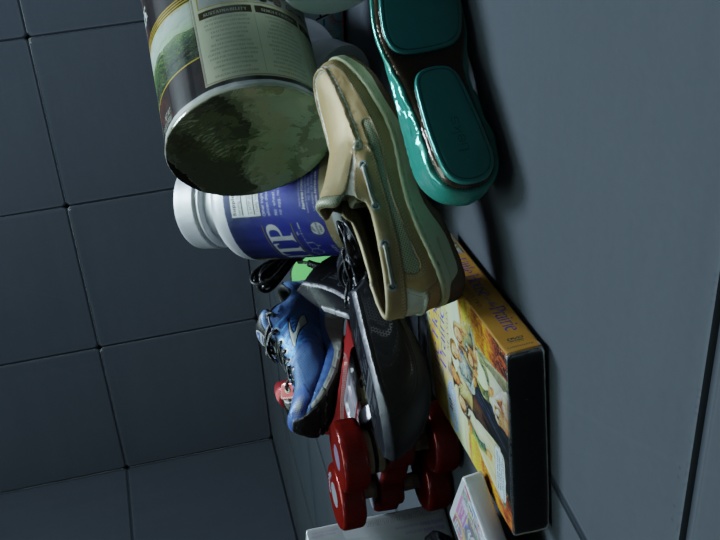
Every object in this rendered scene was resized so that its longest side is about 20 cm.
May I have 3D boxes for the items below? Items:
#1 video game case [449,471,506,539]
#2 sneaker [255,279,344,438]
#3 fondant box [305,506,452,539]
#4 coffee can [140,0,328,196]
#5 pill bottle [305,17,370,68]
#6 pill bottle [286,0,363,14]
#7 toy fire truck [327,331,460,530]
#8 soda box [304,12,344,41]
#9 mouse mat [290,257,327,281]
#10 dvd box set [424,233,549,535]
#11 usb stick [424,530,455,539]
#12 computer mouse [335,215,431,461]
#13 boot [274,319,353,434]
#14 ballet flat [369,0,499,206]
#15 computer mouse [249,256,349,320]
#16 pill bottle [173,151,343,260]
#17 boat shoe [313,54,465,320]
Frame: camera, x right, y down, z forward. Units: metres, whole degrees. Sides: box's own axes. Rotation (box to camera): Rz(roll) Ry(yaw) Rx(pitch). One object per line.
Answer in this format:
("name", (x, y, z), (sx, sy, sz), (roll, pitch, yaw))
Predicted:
("video game case", (0.112, 0.262, 0.822), (0.143, 0.018, 0.202), (90, 162, -67))
("sneaker", (-0.061, 0.083, 1.083), (0.201, 0.088, 0.079), (-89, 6, -52))
("fondant box", (0.036, 0.337, 1.057), (0.058, 0.143, 0.201), (96, 162, -55))
("coffee can", (-0.113, -0.190, 0.968), (0.147, 0.145, 0.201), (96, 162, -59))
("pill bottle", (-0.091, -0.205, 1.127), (0.199, 0.119, 0.121), (24, 131, 37))
("pill bottle", (-0.044, -0.326, 0.937), (0.115, 0.113, 0.202), (100, 158, -64))
("toy fire truck", (0.017, 0.141, 1.060), (0.201, 0.111, 0.169), (95, 161, -53))
("soda box", (-0.056, -0.319, 1.175), (0.069, 0.063, 0.201), (-112, 16, -52))
("mouse mat", (-0.042, -0.005, 1.260), (0.161, 0.007, 0.201), (-57, 20, 27))
("dvd box set", (0.089, 0.076, 0.815), (0.200, 0.029, 0.148), (-119, 21, -62))
("usb stick", (0.098, 0.307, 0.958), (0.055, 0.033, 0.200), (43, -169, -30))
("computer mouse", (0.024, 0.056, 0.919), (0.139, 0.052, 0.202), (101, 158, -71))
("boot", (-0.036, 0.103, 1.219), (0.072, 0.143, 0.202), (-53, -36, -56))
("ballet flat", (0.042, -0.135, 0.754), (0.070, 0.067, 0.202), (126, 133, -69))
("computer mouse", (0.000, 0.000, 1.086), (0.199, 0.140, 0.046), (9, 129, 40))
("pill bottle", (-0.075, -0.071, 1.059), (0.119, 0.198, 0.121), (8, -100, -60))
("boat shoe", (0.002, -0.060, 0.781), (0.201, 0.076, 0.072), (65, 161, 16))
